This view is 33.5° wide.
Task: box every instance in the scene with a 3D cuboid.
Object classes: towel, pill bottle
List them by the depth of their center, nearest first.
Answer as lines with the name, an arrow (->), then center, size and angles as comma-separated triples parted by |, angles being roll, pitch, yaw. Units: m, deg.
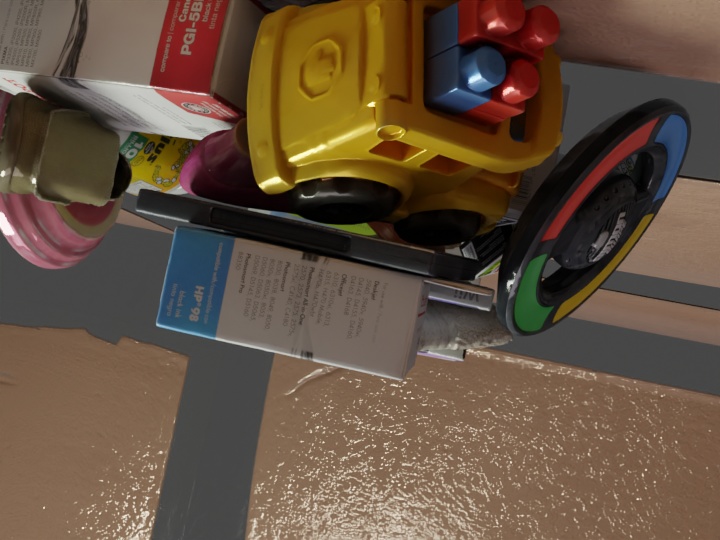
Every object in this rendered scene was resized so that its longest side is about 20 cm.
towel -> 0.030, 0.013, 1.023 | 0.132, 0.035, 0.200 | -3, -154, -26
pill bottle -> -0.209, -0.130, 1.097 | 0.113, 0.113, 0.200 | 10, 174, 20

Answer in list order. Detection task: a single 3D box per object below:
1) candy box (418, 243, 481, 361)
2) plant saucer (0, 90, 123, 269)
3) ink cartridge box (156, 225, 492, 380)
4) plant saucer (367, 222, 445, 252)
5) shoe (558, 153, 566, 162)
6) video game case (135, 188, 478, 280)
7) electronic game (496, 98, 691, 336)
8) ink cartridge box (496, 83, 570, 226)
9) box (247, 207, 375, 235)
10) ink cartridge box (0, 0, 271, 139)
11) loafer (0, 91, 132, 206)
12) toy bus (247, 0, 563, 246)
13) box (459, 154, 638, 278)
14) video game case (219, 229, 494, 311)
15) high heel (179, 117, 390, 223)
candy box -> 0.043, -0.018, 1.247 | 0.167, 0.200, 0.072 | 12, 176, -3
plant saucer -> -0.281, -0.103, 1.132 | 0.051, 0.201, 0.200 | -4, 170, 18
ink cartridge box -> -0.019, 0.024, 0.782 | 0.200, 0.067, 0.116 | 12, -179, 6
plant saucer -> 0.005, -0.086, 0.978 | 0.200, 0.032, 0.200 | 51, 172, 11
shoe -> 0.120, -0.071, 1.095 | 0.200, 0.091, 0.071 | 13, 175, -13
video game case -> -0.030, -0.023, 0.806 | 0.200, 0.019, 0.143 | 12, -179, 16
electronic game -> 0.168, -0.035, 0.856 | 0.042, 0.200, 0.200 | 41, -172, 25
ink cartridge box -> 0.100, -0.085, 0.936 | 0.039, 0.100, 0.200 | 11, 175, -13
box -> -0.043, -0.049, 1.133 | 0.122, 0.200, 0.048 | 15, -159, -34
ink cartridge box -> -0.154, -0.153, 0.868 | 0.200, 0.083, 0.147 | 10, 174, 21
loafer -> -0.215, -0.086, 0.888 | 0.067, 0.076, 0.200 | 11, -176, 1
toy bus -> 0.059, -0.107, 0.745 | 0.200, 0.136, 0.192 | 13, 160, -39
box -> 0.170, -0.048, 1.020 | 0.110, 0.035, 0.200 | -15, 168, -19
video game case -> 0.000, 0.000, 0.913 | 0.200, 0.018, 0.143 | 12, 180, 4
high heel -> -0.026, -0.060, 0.857 | 0.200, 0.068, 0.096 | 5, 163, -33
